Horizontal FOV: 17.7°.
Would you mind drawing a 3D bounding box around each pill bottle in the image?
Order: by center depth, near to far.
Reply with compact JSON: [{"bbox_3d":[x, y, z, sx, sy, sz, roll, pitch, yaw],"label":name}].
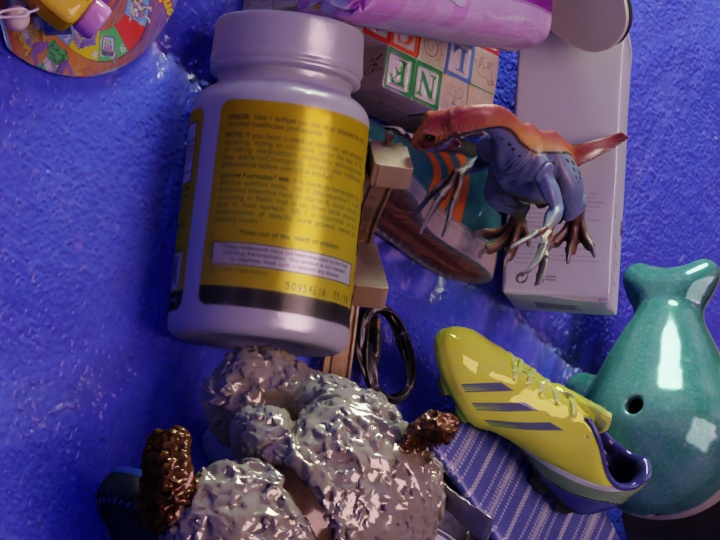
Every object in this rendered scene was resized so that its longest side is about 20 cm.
[{"bbox_3d":[-0.054,-0.053,1.429,0.114,0.114,0.201,15,78,-47],"label":"pill bottle"}]

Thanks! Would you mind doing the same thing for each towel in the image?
[{"bbox_3d":[0.120,0.167,1.637,0.200,0.024,0.145,56,31,-15],"label":"towel"}]

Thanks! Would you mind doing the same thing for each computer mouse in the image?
[{"bbox_3d":[0.002,0.120,1.553,0.058,0.034,0.201,13,71,-12],"label":"computer mouse"}]

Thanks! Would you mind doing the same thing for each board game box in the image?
[{"bbox_3d":[-0.158,-0.217,1.370,0.158,0.039,0.201,-27,110,-46],"label":"board game box"}]

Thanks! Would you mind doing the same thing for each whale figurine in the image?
[{"bbox_3d":[0.219,0.080,1.701,0.104,0.158,0.201,39,53,-57],"label":"whale figurine"}]

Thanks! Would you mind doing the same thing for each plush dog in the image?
[{"bbox_3d":[-0.037,0.145,1.323,0.171,0.160,0.201,-34,94,-33],"label":"plush dog"}]

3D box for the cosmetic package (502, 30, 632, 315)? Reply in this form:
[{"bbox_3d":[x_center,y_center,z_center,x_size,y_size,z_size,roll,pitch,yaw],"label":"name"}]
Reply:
[{"bbox_3d":[0.150,-0.073,1.659,0.113,0.081,0.201,33,62,-80],"label":"cosmetic package"}]

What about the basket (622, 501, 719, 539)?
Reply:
[{"bbox_3d":[0.312,0.176,1.760,0.136,0.199,0.181,-66,145,-29],"label":"basket"}]

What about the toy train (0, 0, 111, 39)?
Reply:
[{"bbox_3d":[-0.198,-0.204,1.281,0.149,0.056,0.201,13,74,-24],"label":"toy train"}]

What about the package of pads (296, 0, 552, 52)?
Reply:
[{"bbox_3d":[0.043,-0.211,1.485,0.199,0.075,0.121,3,89,-49],"label":"package of pads"}]

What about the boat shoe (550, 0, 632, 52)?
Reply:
[{"bbox_3d":[0.129,-0.236,1.617,0.202,0.074,0.063,53,27,19],"label":"boat shoe"}]

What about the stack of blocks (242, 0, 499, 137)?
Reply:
[{"bbox_3d":[0.012,-0.171,1.550,0.200,0.058,0.116,21,73,-46],"label":"stack of blocks"}]

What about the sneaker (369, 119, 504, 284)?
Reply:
[{"bbox_3d":[0.037,-0.066,1.572,0.200,0.071,0.080,40,59,-50],"label":"sneaker"}]

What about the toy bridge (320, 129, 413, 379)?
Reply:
[{"bbox_3d":[0.000,0.000,1.492,0.027,0.067,0.201,7,118,-11],"label":"toy bridge"}]

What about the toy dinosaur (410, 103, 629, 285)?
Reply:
[{"bbox_3d":[0.093,-0.073,1.493,0.182,0.104,0.201,72,32,-50],"label":"toy dinosaur"}]

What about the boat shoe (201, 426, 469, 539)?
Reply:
[{"bbox_3d":[-0.010,0.131,1.482,0.199,0.072,0.068,30,59,-19],"label":"boat shoe"}]

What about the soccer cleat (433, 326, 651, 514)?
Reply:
[{"bbox_3d":[0.126,0.096,1.590,0.200,0.083,0.065,44,37,-31],"label":"soccer cleat"}]

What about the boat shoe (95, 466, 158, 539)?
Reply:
[{"bbox_3d":[-0.101,0.203,1.393,0.069,0.084,0.200,-54,124,-31],"label":"boat shoe"}]

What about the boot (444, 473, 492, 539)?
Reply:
[{"bbox_3d":[0.059,0.231,1.586,0.131,0.070,0.201,23,73,-50],"label":"boot"}]
